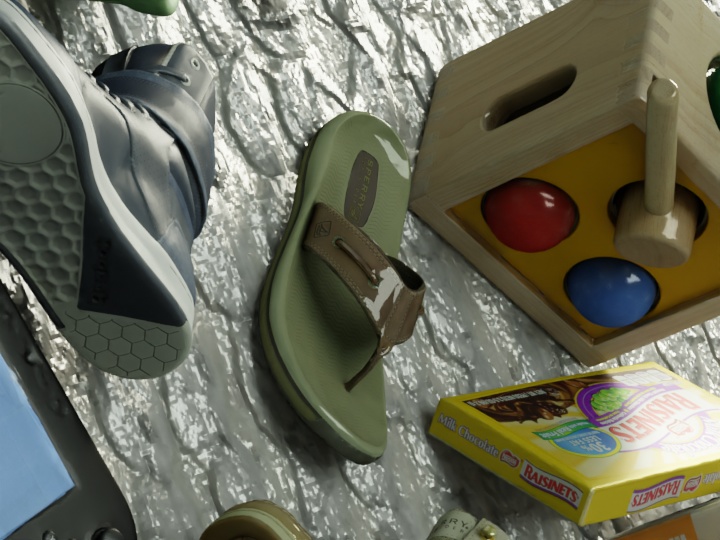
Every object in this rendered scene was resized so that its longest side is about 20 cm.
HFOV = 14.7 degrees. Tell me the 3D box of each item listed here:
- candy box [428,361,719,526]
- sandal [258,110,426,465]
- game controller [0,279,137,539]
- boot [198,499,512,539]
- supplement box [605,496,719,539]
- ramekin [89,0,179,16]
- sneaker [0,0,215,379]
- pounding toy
[{"bbox_3d":[0.133,0.087,1.446,0.102,0.027,0.199,32,23,31],"label":"candy box"},{"bbox_3d":[-0.001,-0.001,1.353,0.080,0.057,0.202,34,47,-35],"label":"sandal"},{"bbox_3d":[-0.167,0.057,1.132,0.201,0.042,0.104,61,37,-7],"label":"game controller"},{"bbox_3d":[0.011,0.154,1.273,0.201,0.072,0.155,58,38,-19],"label":"boot"},{"bbox_3d":[0.221,0.213,1.455,0.073,0.126,0.201,-13,81,-51],"label":"supplement box"},{"bbox_3d":[-0.128,-0.211,1.206,0.200,0.097,0.202,1,90,-88],"label":"ramekin"},{"bbox_3d":[-0.124,-0.072,1.190,0.147,0.076,0.203,-82,153,-46],"label":"sneaker"},{"bbox_3d":[0.141,-0.052,1.437,0.184,0.199,0.143,41,44,-29],"label":"pounding toy"}]
